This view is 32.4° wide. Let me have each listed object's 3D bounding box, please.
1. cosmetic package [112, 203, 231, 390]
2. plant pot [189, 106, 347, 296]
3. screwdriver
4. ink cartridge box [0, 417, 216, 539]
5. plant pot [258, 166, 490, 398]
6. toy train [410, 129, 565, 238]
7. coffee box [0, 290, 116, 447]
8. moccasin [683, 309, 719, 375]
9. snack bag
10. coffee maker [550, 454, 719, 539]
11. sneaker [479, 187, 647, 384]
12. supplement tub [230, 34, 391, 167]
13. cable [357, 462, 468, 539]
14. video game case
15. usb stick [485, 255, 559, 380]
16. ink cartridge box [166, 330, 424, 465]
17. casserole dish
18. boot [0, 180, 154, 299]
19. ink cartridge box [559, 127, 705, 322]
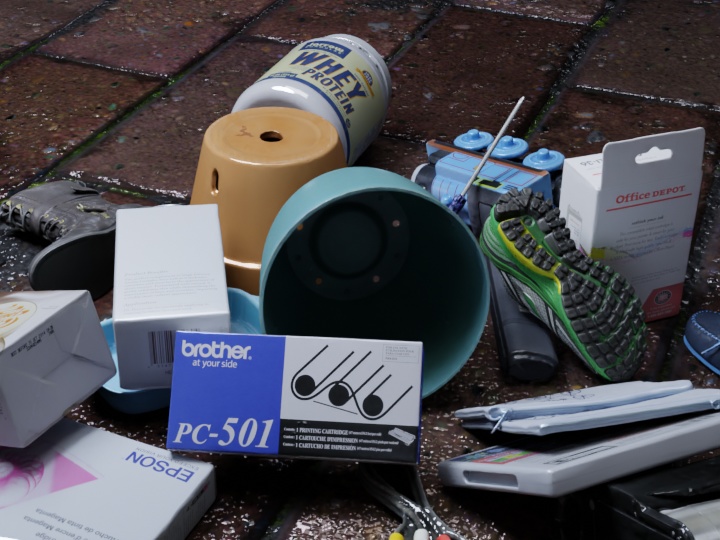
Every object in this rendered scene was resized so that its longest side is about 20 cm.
[{"bbox_3d":[-0.169,0.018,1.109,0.100,0.075,0.201,-3,29,-7],"label":"cosmetic package"},{"bbox_3d":[-0.089,-0.075,1.270,0.197,0.142,0.201,1,32,-1],"label":"plant pot"},{"bbox_3d":[0.114,-0.089,1.268,0.028,0.201,0.029,29,16,-17],"label":"screwdriver"},{"bbox_3d":[-0.239,0.190,0.927,0.194,0.044,0.200,14,32,19],"label":"ink cartridge box"},{"bbox_3d":[0.000,0.000,1.109,0.197,0.203,0.161,-4,21,-9],"label":"plant pot"},{"bbox_3d":[0.139,-0.092,1.345,0.114,0.088,0.199,-28,33,-32],"label":"toy train"},{"bbox_3d":[-0.315,0.076,1.016,0.198,0.081,0.114,-1,25,36],"label":"coffee box"},{"bbox_3d":[0.386,0.074,1.110,0.199,0.069,0.080,26,39,35],"label":"moccasin"},{"bbox_3d":[0.188,0.108,0.994,0.186,0.022,0.200,-7,-3,-12],"label":"snack bag"},{"bbox_3d":[0.269,0.178,0.874,0.197,0.136,0.192,-10,32,-19],"label":"coffee maker"},{"bbox_3d":[0.186,0.019,1.138,0.078,0.085,0.201,-32,80,-24],"label":"sneaker"},{"bbox_3d":[-0.052,-0.182,1.440,0.143,0.147,0.200,12,33,17],"label":"supplement tub"},{"bbox_3d":[0.048,0.187,0.930,0.096,0.051,0.201,-4,32,-4],"label":"cable"},{"bbox_3d":[0.183,0.136,0.950,0.198,0.023,0.182,-12,-2,-22],"label":"video game case"},{"bbox_3d":[0.152,0.038,1.194,0.055,0.033,0.201,4,31,-3],"label":"usb stick"},{"bbox_3d":[-0.050,0.101,0.981,0.197,0.095,0.044,2,-11,5],"label":"ink cartridge box"},{"bbox_3d":[-0.163,0.074,1.121,0.198,0.039,0.121,-18,37,-28],"label":"casserole dish"},{"bbox_3d":[-0.312,-0.038,1.283,0.172,0.070,0.199,17,27,29],"label":"boot"},{"bbox_3d":[0.252,-0.048,1.177,0.115,0.202,0.068,-11,33,-19],"label":"ink cartridge box"}]
